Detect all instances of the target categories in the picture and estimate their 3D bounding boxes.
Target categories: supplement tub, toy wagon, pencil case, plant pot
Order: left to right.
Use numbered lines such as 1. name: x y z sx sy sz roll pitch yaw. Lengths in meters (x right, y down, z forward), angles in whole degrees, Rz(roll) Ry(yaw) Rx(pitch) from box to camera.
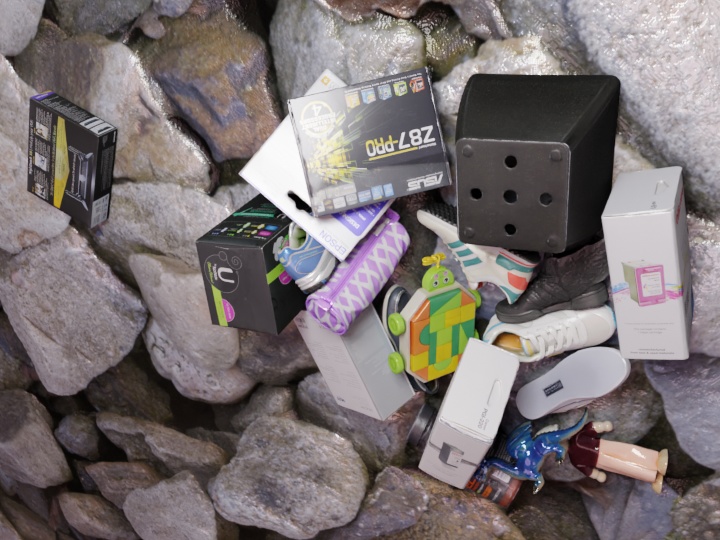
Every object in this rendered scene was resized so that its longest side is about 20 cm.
1. pencil case: 0.000 0.000 1.081 0.083 0.201 0.086 32 155 7
2. toy wagon: 0.115 0.072 1.093 0.040 0.153 0.203 39 138 50
3. supplement tub: 0.178 0.301 1.212 0.198 0.107 0.108 27 126 12
4. plant pot: 0.209 -0.127 0.915 0.197 0.178 0.203 7 119 23

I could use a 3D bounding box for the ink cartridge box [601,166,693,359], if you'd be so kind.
1. ink cartridge box: 0.368 -0.011 0.917 0.084 0.145 0.203 -2 116 29

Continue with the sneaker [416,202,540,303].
1. sneaker: 0.156 -0.023 1.045 0.198 0.070 0.094 29 119 25

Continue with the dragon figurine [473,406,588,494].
1. dragon figurine: 0.258 0.268 1.110 0.099 0.059 0.201 39 98 11

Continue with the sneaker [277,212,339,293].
1. sneaker: -0.055 -0.064 1.070 0.077 0.201 0.075 42 138 -22

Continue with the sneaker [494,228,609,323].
1. sneaker: 0.276 0.006 1.031 0.197 0.060 0.105 -13 111 27

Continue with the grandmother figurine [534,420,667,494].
1. grandmother figurine: 0.372 0.285 1.136 0.197 0.061 0.123 9 112 19

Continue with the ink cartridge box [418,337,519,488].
1. ink cartridge box: 0.159 0.216 1.081 0.084 0.147 0.201 22 147 8

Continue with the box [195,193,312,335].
1. box: -0.144 -0.018 1.140 0.123 0.200 0.150 6 120 23

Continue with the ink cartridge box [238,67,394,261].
1. ink cartridge box: -0.038 -0.150 1.042 0.198 0.043 0.201 40 86 1

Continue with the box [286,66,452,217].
1. box: 0.012 -0.174 0.992 0.197 0.049 0.164 -13 98 -2

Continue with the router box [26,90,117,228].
1. router box: -0.531 -0.201 1.327 0.156 0.052 0.202 29 126 10

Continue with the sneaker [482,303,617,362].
1. sneaker: 0.276 0.097 1.065 0.198 0.081 0.077 -14 109 31

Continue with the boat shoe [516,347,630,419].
1. boat shoe: 0.324 0.167 1.090 0.199 0.065 0.075 -32 65 43

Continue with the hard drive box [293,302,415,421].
1. hard drive box: -0.017 0.133 1.197 0.155 0.076 0.202 3 122 59

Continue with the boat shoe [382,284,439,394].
1. boat shoe: 0.085 0.115 1.167 0.061 0.075 0.203 15 126 43
